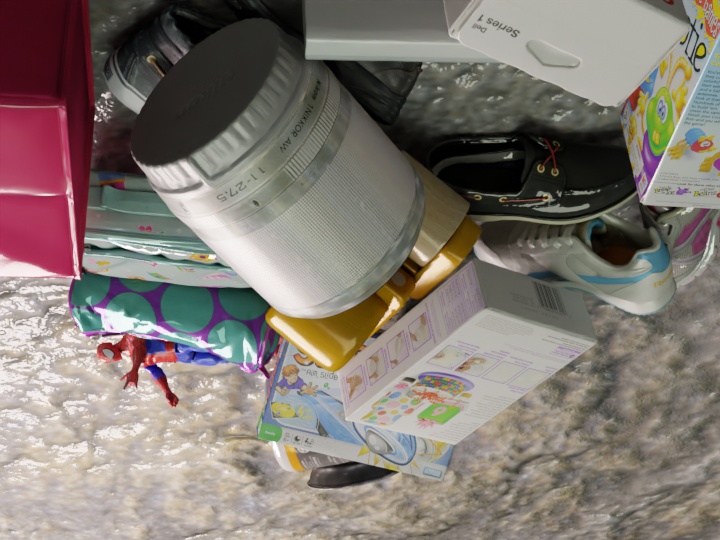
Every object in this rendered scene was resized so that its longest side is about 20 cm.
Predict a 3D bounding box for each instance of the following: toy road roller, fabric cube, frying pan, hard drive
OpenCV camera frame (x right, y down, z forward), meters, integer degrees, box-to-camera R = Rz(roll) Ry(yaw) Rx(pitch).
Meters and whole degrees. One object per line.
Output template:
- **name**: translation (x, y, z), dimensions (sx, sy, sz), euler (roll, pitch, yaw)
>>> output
- **toy road roller**: translation (0.000, 0.000, 1.162), dimensions (0.123, 0.146, 0.200), euler (37, 142, -5)
- **fabric cube**: translation (-0.308, -0.127, 0.981), dimensions (0.198, 0.197, 0.200), euler (2, 140, -7)
- **frying pan**: translation (0.021, 0.213, 1.481), dimensions (0.115, 0.031, 0.190), euler (-7, -174, 45)
- **hard drive**: translation (0.056, -0.206, 0.969), dimensions (0.199, 0.132, 0.027), euler (1, 141, -6)

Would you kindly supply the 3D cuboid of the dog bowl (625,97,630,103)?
- **dog bowl**: translation (0.277, -0.204, 1.053), dimensions (0.199, 0.059, 0.201), euler (-2, 140, -2)

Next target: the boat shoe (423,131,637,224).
- **boat shoe**: translation (0.155, -0.086, 1.173), dimensions (0.200, 0.074, 0.063), euler (-3, 149, 5)

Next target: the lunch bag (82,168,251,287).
- **lunch bag**: translation (-0.174, -0.035, 1.149), dimensions (0.199, 0.078, 0.160), euler (5, 171, -3)

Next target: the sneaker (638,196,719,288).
- **sneaker**: translation (0.290, -0.060, 1.205), dimensions (0.088, 0.082, 0.201), euler (-4, 136, -24)

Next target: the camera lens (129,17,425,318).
- **camera lens**: translation (-0.058, -0.073, 1.004), dimensions (0.159, 0.160, 0.200), euler (-26, 129, 25)

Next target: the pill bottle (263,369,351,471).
- **pill bottle**: translation (0.003, 0.146, 1.411), dimensions (0.199, 0.117, 0.117), euler (-12, 141, 8)

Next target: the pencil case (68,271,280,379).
- **pencil case**: translation (-0.174, 0.039, 1.254), dimensions (0.199, 0.093, 0.085), euler (12, 178, 3)

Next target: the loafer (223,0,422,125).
- **loafer**: translation (-0.034, -0.199, 1.036), dimensions (0.200, 0.073, 0.072), euler (35, 89, -30)

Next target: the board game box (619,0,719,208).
- **board game box**: translation (0.281, -0.151, 0.988), dimensions (0.104, 0.103, 0.200), euler (3, 141, -8)

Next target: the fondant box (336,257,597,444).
- **fondant box**: translation (0.095, 0.080, 1.200), dimensions (0.144, 0.058, 0.200), euler (17, 134, -37)

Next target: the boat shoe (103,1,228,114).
- **boat shoe**: translation (-0.108, -0.139, 1.083), dimensions (0.200, 0.071, 0.091), euler (30, 131, -34)

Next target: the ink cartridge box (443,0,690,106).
- **ink cartridge box**: translation (0.129, -0.228, 0.894), dimensions (0.144, 0.201, 0.084), euler (18, 137, -25)

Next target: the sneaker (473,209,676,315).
- **sneaker**: translation (0.195, -0.024, 1.215), dimensions (0.199, 0.077, 0.081), euler (13, 144, 29)

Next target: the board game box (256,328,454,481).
- **board game box**: translation (0.007, 0.125, 1.322), dimensions (0.199, 0.034, 0.136), euler (14, 101, -10)

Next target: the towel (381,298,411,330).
- **towel**: translation (-0.039, 0.018, 1.315), dimensions (0.199, 0.035, 0.133), euler (7, 140, -14)

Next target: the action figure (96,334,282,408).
- **action figure**: translation (-0.177, 0.103, 1.361), dimensions (0.199, 0.099, 0.065), euler (1, 140, -3)
